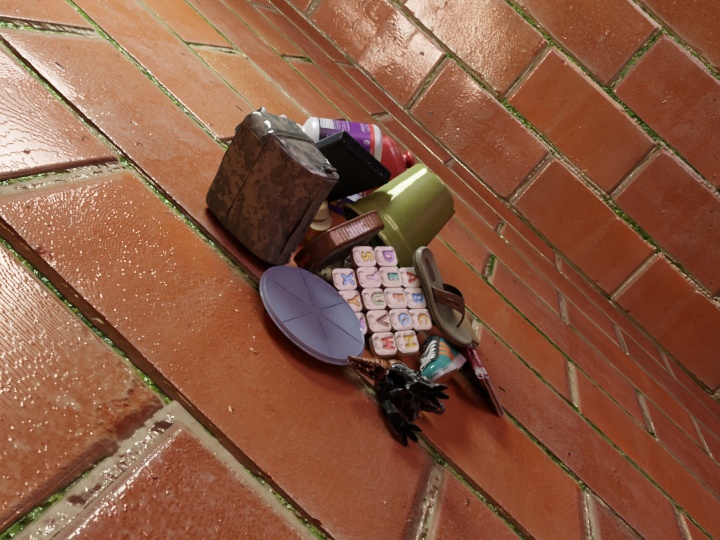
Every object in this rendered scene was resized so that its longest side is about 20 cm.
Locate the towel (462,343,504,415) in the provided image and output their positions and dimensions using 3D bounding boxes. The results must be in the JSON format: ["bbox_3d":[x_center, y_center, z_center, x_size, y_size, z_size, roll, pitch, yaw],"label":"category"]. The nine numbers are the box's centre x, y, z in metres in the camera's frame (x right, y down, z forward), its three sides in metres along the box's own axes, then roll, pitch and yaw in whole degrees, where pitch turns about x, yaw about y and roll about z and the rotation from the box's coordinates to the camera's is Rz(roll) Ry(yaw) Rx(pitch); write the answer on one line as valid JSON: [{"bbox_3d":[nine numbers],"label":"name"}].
[{"bbox_3d":[0.220,0.175,1.323,0.145,0.022,0.202,59,6,-43],"label":"towel"}]

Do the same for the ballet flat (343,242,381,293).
[{"bbox_3d":[0.000,0.000,1.284,0.071,0.072,0.201,31,22,-24],"label":"ballet flat"}]

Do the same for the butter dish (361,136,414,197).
[{"bbox_3d":[0.061,-0.248,1.619,0.200,0.144,0.204,-112,-176,-81],"label":"butter dish"}]

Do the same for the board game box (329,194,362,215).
[{"bbox_3d":[-0.082,-0.199,1.540,0.198,0.045,0.136,21,29,-43],"label":"board game box"}]

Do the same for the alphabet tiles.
[{"bbox_3d":[0.041,0.051,1.179,0.192,0.015,0.205,1,66,-34],"label":"alphabet tiles"}]

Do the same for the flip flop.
[{"bbox_3d":[0.160,0.046,1.242,0.081,0.057,0.204,-12,79,-60],"label":"flip flop"}]

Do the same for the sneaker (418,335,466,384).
[{"bbox_3d":[0.132,0.164,1.195,0.080,0.072,0.199,45,13,12],"label":"sneaker"}]

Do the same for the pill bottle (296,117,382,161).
[{"bbox_3d":[-0.057,-0.265,1.438,0.194,0.115,0.113,3,33,-14],"label":"pill bottle"}]

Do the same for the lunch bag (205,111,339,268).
[{"bbox_3d":[-0.139,-0.127,1.096,0.168,0.202,0.138,47,24,25],"label":"lunch bag"}]

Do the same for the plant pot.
[{"bbox_3d":[0.091,-0.112,1.381,0.201,0.183,0.201,48,-10,11],"label":"plant pot"}]

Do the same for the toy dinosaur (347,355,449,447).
[{"bbox_3d":[0.058,0.185,1.026,0.195,0.105,0.136,9,18,-25],"label":"toy dinosaur"}]

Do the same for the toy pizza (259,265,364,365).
[{"bbox_3d":[-0.077,0.072,1.041,0.198,0.032,0.202,33,26,-18],"label":"toy pizza"}]

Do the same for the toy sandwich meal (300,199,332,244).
[{"bbox_3d":[-0.141,-0.139,1.300,0.203,0.071,0.206,32,22,-14],"label":"toy sandwich meal"}]

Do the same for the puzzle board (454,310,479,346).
[{"bbox_3d":[0.186,0.079,1.525,0.149,0.017,0.202,29,24,-28],"label":"puzzle board"}]

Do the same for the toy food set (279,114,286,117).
[{"bbox_3d":[-0.129,-0.309,1.566,0.197,0.062,0.142,21,1,-42],"label":"toy food set"}]

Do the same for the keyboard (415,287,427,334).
[{"bbox_3d":[0.126,0.039,1.346,0.020,0.130,0.201,13,24,-2],"label":"keyboard"}]

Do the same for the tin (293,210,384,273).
[{"bbox_3d":[-0.034,-0.050,1.194,0.198,0.112,0.042,-28,77,-43],"label":"tin"}]

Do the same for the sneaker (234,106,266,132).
[{"bbox_3d":[-0.219,-0.281,1.450,0.090,0.077,0.202,50,18,-32],"label":"sneaker"}]

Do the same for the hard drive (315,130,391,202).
[{"bbox_3d":[-0.051,-0.202,1.344,0.139,0.198,0.034,37,62,-30],"label":"hard drive"}]

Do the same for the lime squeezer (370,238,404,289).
[{"bbox_3d":[0.057,0.029,1.260,0.037,0.071,0.204,-18,81,-23],"label":"lime squeezer"}]
